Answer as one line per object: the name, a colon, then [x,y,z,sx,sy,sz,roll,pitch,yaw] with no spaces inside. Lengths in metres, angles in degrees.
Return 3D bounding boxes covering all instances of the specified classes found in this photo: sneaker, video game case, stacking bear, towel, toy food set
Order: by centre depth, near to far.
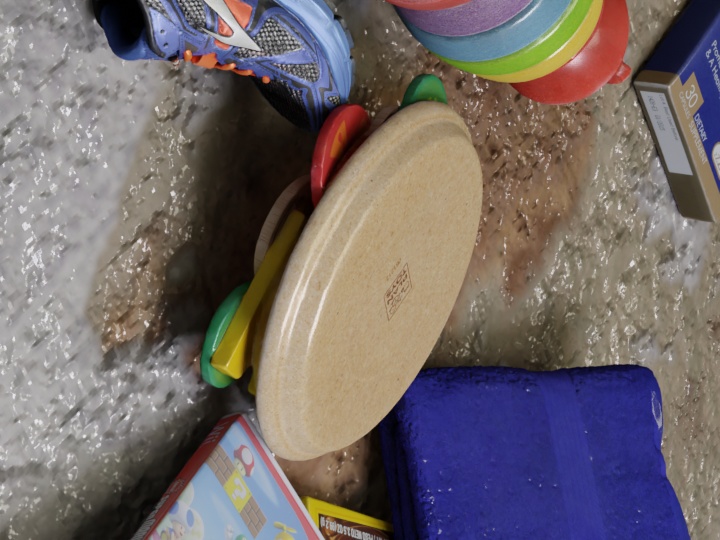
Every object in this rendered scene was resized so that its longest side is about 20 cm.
sneaker: [-0.078,-0.119,0.850,0.200,0.075,0.079,41,77,-40]
video game case: [-0.065,0.177,0.883,0.143,0.017,0.200,60,34,-17]
toy food set: [0.000,0.000,0.953,0.200,0.049,0.198,-61,158,-9]
stacking bear: [0.081,-0.150,1.004,0.200,0.121,0.114,32,71,-57]
towel: [0.098,0.127,1.082,0.200,0.050,0.148,2,70,-37]

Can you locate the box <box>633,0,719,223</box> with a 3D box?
box: [0.254,-0.144,1.276,0.200,0.032,0.121,-54,135,-29]

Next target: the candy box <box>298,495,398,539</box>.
candy box: [0.021,0.192,1.048,0.200,0.026,0.102,26,60,-51]
